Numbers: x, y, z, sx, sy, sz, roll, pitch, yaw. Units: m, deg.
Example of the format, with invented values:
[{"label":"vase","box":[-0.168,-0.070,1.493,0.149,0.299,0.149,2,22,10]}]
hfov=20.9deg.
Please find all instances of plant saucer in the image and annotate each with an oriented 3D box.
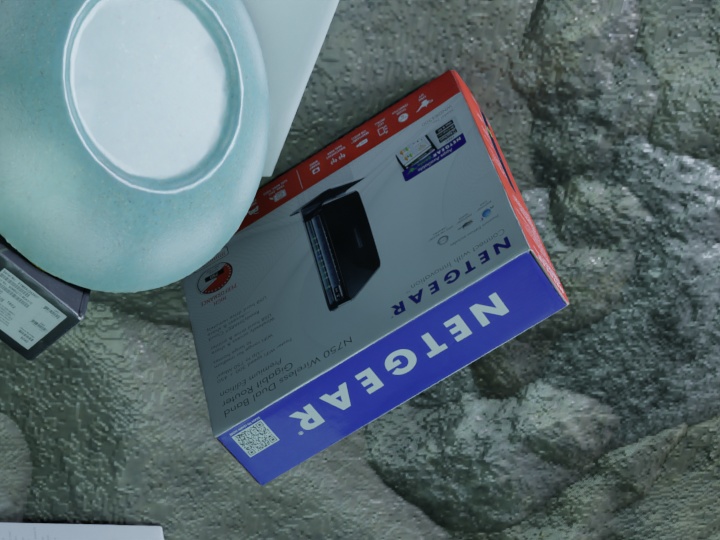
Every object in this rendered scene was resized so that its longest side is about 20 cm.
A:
[{"label":"plant saucer","box":[-0.113,-0.091,0.973,0.201,0.202,0.039,36,154,-32]}]

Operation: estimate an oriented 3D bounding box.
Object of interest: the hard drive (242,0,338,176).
[{"label":"hard drive","box":[-0.079,-0.150,1.062,0.131,0.027,0.201,11,123,-20]}]

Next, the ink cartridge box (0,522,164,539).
[{"label":"ink cartridge box","box":[-0.232,0.212,1.283,0.199,0.039,0.100,4,125,-15]}]

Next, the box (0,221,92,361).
[{"label":"box","box":[-0.215,-0.070,0.986,0.049,0.162,0.200,-38,117,25]}]

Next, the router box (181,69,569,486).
[{"label":"router box","box":[0.000,0.000,1.094,0.199,0.180,0.049,-32,127,10]}]
